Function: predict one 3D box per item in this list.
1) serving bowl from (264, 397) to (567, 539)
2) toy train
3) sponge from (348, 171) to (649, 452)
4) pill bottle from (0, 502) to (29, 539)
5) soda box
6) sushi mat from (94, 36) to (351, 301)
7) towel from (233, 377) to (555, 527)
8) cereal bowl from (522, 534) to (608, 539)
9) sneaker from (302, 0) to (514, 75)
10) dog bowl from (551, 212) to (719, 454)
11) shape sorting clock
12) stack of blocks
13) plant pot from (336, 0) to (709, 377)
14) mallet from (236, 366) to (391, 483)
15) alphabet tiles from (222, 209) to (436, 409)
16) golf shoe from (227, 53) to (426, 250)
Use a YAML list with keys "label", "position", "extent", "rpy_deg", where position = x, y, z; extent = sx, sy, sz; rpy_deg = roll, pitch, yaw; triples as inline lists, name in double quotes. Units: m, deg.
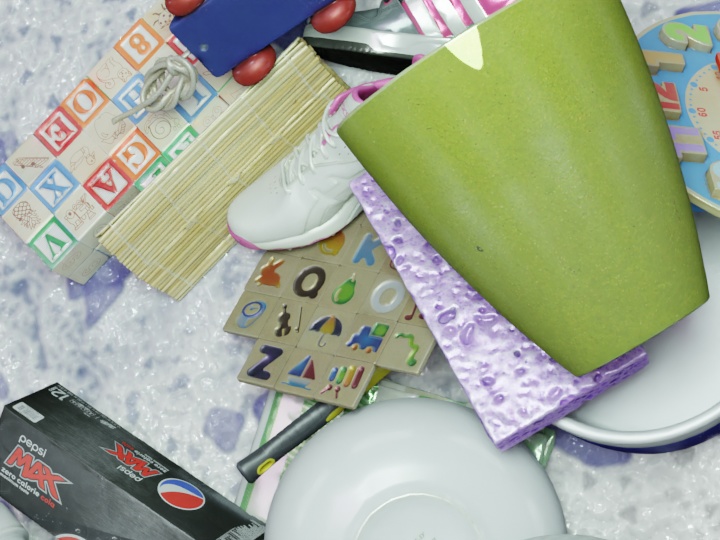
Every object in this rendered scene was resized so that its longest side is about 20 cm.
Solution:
- label: "serving bowl"
  position: [0.037, 0.182, 1.268]
  extent: [0.200, 0.066, 0.200]
  rpy_deg: [0, 89, -1]
- label: "toy train"
  position: [-0.091, -0.184, 1.354]
  extent: [0.200, 0.085, 0.116]
  rpy_deg: [-30, 29, 27]
- label: "sponge"
  position: [0.087, 0.002, 1.260]
  extent: [0.111, 0.030, 0.200]
  rpy_deg: [-29, 71, 1]
- label: "pill bottle"
  position: [-0.212, 0.254, 1.334]
  extent: [0.111, 0.111, 0.200]
  rpy_deg: [-46, 71, 2]
- label: "soda box"
  position: [-0.161, 0.161, 1.354]
  extent: [0.200, 0.063, 0.071]
  rpy_deg: [32, 116, 19]
- label: "sushi mat"
  position: [-0.087, -0.068, 1.380]
  extent: [0.200, 0.096, 0.012]
  rpy_deg: [-44, 49, 3]
- label: "towel"
  position: [0.017, 0.149, 1.342]
  extent: [0.200, 0.023, 0.153]
  rpy_deg: [16, 84, 16]
- label: "cereal bowl"
  position: [0.130, 0.267, 1.210]
  extent: [0.200, 0.083, 0.200]
  rpy_deg: [-1, 97, -9]
- label: "sneaker"
  position: [0.061, -0.199, 1.367]
  extent: [0.200, 0.084, 0.121]
  rpy_deg: [3, 84, 8]
- label: "dog bowl"
  position: [0.181, 0.018, 1.293]
  extent: [0.200, 0.079, 0.200]
  rpy_deg: [-3, 78, 15]
- label: "shape sorting clock"
  position: [0.258, -0.098, 1.263]
  extent: [0.200, 0.039, 0.200]
  rpy_deg: [5, 48, -6]
- label: "stack of blocks"
  position: [-0.159, -0.085, 1.418]
  extent: [0.200, 0.059, 0.115]
  rpy_deg: [-46, 71, 2]
- label: "plant pot"
  position: [0.116, -0.046, 1.173]
  extent: [0.187, 0.187, 0.200]
  rpy_deg: [-32, 87, 7]
- label: "mallet"
  position: [0.005, 0.079, 1.325]
  extent: [0.200, 0.066, 0.041]
  rpy_deg: [-41, 51, -2]
- label: "alphabet tiles"
  position: [0.000, 0.000, 1.336]
  extent: [0.166, 0.006, 0.200]
  rpy_deg: [10, 62, 36]
- label: "golf shoe"
  position: [-0.012, -0.083, 1.341]
  extent: [0.200, 0.092, 0.075]
  rpy_deg: [-27, 47, 12]
